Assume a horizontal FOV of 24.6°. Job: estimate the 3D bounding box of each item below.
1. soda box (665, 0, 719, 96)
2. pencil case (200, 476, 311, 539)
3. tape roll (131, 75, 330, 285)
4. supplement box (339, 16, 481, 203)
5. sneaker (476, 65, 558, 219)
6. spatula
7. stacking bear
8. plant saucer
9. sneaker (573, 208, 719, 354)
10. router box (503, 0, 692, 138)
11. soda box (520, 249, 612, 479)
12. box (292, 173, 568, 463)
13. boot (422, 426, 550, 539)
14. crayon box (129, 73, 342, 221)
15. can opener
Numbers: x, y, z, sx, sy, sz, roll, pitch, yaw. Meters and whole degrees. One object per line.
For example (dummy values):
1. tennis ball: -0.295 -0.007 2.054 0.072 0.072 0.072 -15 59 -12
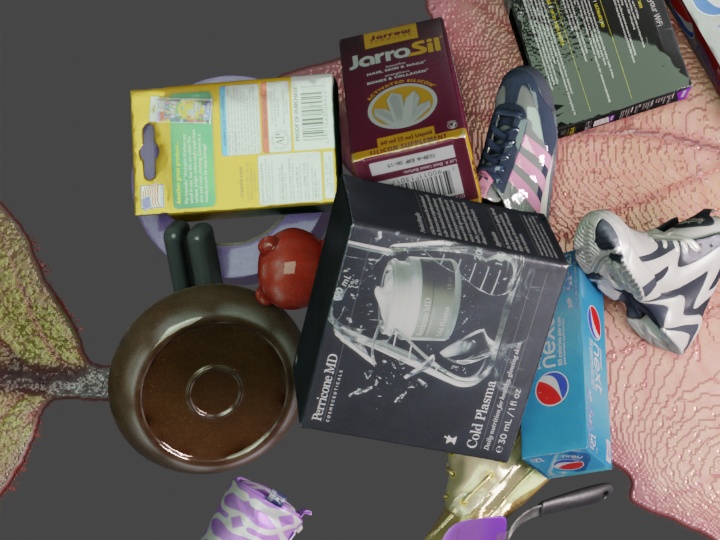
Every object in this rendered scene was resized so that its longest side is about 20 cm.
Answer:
1. soda box: 0.357 -0.234 1.612 0.063 0.070 0.201 -28 81 1
2. pencil case: -0.127 0.297 1.596 0.085 0.084 0.201 30 88 -15
3. tape roll: -0.125 -0.089 1.647 0.198 0.066 0.202 -1 83 7
4. supplement box: 0.045 -0.143 1.572 0.109 0.086 0.201 -12 41 5
5. sneaker: 0.140 -0.098 1.590 0.070 0.082 0.202 4 93 47
6. spatula: 0.160 0.232 1.553 0.199 0.057 0.021 -17 40 -31
7. stacking bear: 0.000 0.000 1.565 0.198 0.114 0.122 1 127 -5
8. plant saucer: -0.142 0.112 1.588 0.198 0.032 0.202 -5 111 -14
9. sneaker: 0.283 -0.025 1.554 0.199 0.079 0.130 45 72 -34
10. router box: 0.226 -0.247 1.636 0.148 0.051 0.202 -17 82 2
11. soda box: 0.191 0.088 1.554 0.067 0.064 0.202 -13 60 26
12. box: 0.057 0.042 1.461 0.194 0.124 0.202 11 112 -9
13. boot: 0.086 0.179 1.586 0.200 0.073 0.156 -39 84 -5
14. crayon box: -0.118 -0.116 1.592 0.198 0.052 0.127 -4 83 5
15. can opener: -0.156 0.050 1.600 0.052 0.066 0.202 6 117 22
